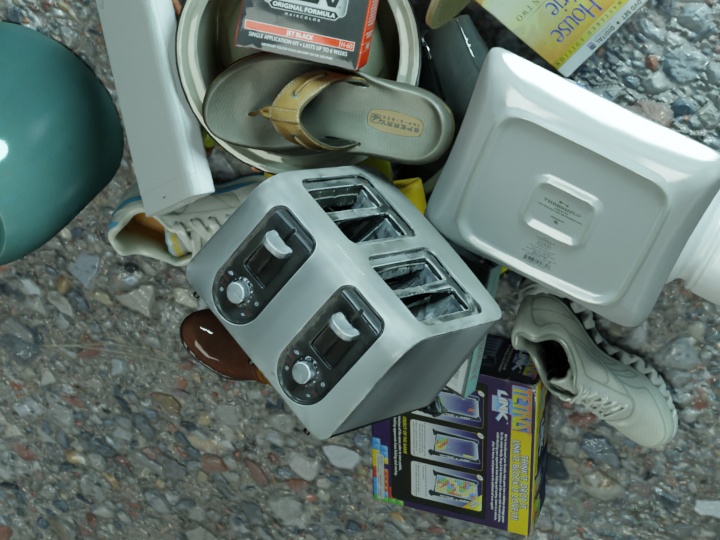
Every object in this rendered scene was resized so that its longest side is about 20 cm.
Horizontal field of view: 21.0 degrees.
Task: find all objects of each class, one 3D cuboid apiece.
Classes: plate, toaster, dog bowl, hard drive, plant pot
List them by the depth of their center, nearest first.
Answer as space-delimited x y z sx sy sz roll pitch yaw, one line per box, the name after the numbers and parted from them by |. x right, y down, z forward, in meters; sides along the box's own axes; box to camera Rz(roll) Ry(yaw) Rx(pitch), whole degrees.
0.156 -0.052 1.490 0.198 0.032 0.201 26 137 4 | plate
-0.006 0.024 1.505 0.181 0.199 0.119 50 117 18 | toaster
-0.045 -0.180 1.565 0.198 0.074 0.202 2 106 8 | dog bowl
-0.174 -0.153 1.626 0.132 0.026 0.202 -15 88 66 | hard drive
-0.340 -0.098 1.767 0.199 0.161 0.202 14 133 16 | plant pot

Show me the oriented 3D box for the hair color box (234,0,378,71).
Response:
-0.027 -0.261 1.472 0.100 0.061 0.202 12 102 6 | hair color box

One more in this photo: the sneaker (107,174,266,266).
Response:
-0.134 -0.039 1.771 0.198 0.081 0.077 2 127 23 | sneaker

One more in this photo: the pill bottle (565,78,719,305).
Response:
0.222 -0.060 1.553 0.199 0.114 0.114 28 135 2 | pill bottle

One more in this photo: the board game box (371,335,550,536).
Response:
0.093 0.146 1.834 0.164 0.057 0.201 12 131 15 | board game box

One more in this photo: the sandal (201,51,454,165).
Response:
-0.027 -0.119 1.511 0.198 0.055 0.082 13 106 5 | sandal

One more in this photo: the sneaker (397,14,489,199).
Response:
0.073 -0.131 1.610 0.107 0.074 0.200 64 151 9 | sneaker

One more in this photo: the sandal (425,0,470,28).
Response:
0.087 -0.282 1.431 0.070 0.077 0.212 44 127 14 | sandal

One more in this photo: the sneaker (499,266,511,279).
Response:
0.083 -0.021 1.694 0.085 0.078 0.200 49 127 -4 | sneaker

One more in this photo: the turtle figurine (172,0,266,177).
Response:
-0.134 -0.151 1.687 0.200 0.064 0.161 50 131 -8 | turtle figurine

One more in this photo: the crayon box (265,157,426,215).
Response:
0.000 0.000 1.624 0.126 0.051 0.202 -5 100 30 | crayon box

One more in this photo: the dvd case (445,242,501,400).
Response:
0.027 0.006 1.680 0.199 0.022 0.147 32 133 27 | dvd case

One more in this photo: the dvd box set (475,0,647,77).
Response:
0.129 -0.257 1.489 0.200 0.029 0.146 39 134 -8 | dvd box set

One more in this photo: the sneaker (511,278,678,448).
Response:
0.202 0.095 1.720 0.200 0.081 0.075 45 131 -16 | sneaker

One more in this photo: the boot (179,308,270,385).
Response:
-0.079 0.068 1.777 0.187 0.069 0.200 30 166 3 | boot
